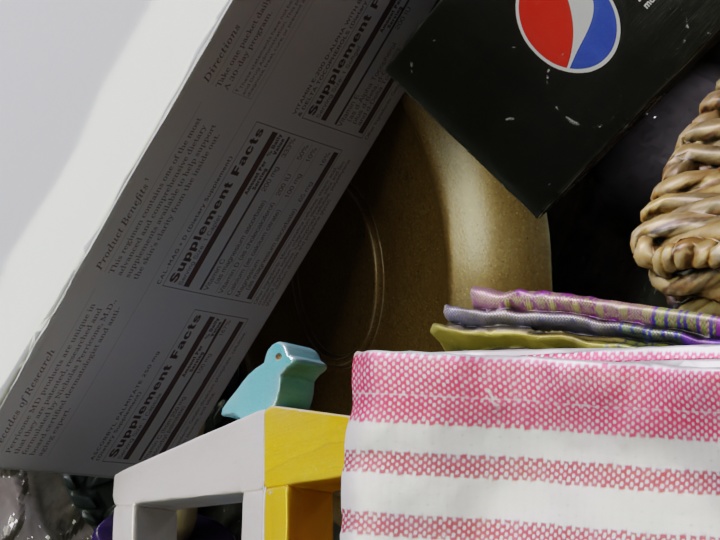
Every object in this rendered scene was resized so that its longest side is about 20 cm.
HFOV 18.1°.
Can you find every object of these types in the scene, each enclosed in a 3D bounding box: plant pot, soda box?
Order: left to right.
[{"bbox_3d":[0.000,0.000,0.783,0.200,0.027,0.202,9,101,61],"label":"plant pot"},{"bbox_3d":[0.091,-0.105,0.636,0.071,0.063,0.200,44,134,2],"label":"soda box"}]

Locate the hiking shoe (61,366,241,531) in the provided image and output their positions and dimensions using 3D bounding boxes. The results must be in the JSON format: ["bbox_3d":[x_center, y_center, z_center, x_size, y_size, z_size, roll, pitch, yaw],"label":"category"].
[{"bbox_3d":[-0.080,0.005,0.889,0.087,0.074,0.202,-80,-8,-80],"label":"hiking shoe"}]

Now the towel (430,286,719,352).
[{"bbox_3d":[0.123,0.066,0.621,0.199,0.144,0.023,9,53,42],"label":"towel"}]

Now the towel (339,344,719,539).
[{"bbox_3d":[0.052,0.116,0.528,0.145,0.030,0.202,-2,77,31],"label":"towel"}]

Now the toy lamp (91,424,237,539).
[{"bbox_3d":[-0.066,0.049,0.825,0.058,0.058,0.202,23,111,45],"label":"toy lamp"}]

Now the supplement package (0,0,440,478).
[{"bbox_3d":[-0.092,-0.060,0.727,0.155,0.111,0.201,38,102,29],"label":"supplement package"}]

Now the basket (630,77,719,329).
[{"bbox_3d":[0.201,-0.004,0.605,0.199,0.149,0.143,0,48,45],"label":"basket"}]

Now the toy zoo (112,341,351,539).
[{"bbox_3d":[-0.021,0.119,0.618,0.131,0.020,0.202,-11,72,43],"label":"toy zoo"}]
